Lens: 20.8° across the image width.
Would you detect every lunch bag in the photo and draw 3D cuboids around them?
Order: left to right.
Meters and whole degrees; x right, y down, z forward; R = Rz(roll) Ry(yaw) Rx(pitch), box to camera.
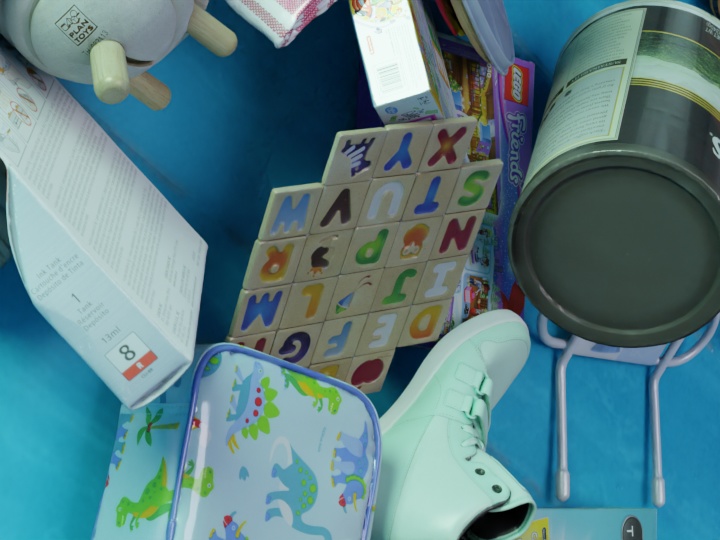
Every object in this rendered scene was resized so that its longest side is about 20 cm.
[{"bbox_3d":[-0.067,0.149,1.072,0.160,0.082,0.202,21,72,-41],"label":"lunch bag"}]

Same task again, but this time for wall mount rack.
[{"bbox_3d":[0.198,0.075,1.393,0.199,0.075,0.175,10,114,-44],"label":"wall mount rack"}]

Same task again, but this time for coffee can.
[{"bbox_3d":[0.183,-0.068,1.286,0.147,0.145,0.201,58,29,-25],"label":"coffee can"}]

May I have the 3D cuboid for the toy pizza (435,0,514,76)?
[{"bbox_3d":[0.050,-0.215,1.232,0.200,0.031,0.202,-19,90,-78],"label":"toy pizza"}]

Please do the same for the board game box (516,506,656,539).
[{"bbox_3d":[0.124,0.235,1.315,0.199,0.047,0.153,7,82,-45],"label":"board game box"}]

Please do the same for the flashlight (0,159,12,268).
[{"bbox_3d":[-0.241,-0.073,0.950,0.200,0.067,0.068,52,15,-35],"label":"flashlight"}]

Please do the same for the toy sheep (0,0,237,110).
[{"bbox_3d":[-0.134,-0.158,1.011,0.137,0.138,0.201,31,27,-40],"label":"toy sheep"}]

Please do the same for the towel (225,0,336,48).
[{"bbox_3d":[-0.022,-0.238,1.096,0.200,0.146,0.030,-43,162,-6],"label":"towel"}]

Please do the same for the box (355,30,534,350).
[{"bbox_3d":[0.053,-0.049,1.269,0.136,0.039,0.202,11,78,-45],"label":"box"}]

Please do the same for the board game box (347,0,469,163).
[{"bbox_3d":[0.016,-0.168,1.156,0.134,0.034,0.202,51,25,-70],"label":"board game box"}]

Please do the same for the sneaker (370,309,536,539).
[{"bbox_3d":[0.073,0.111,1.191,0.200,0.118,0.074,-45,144,-33],"label":"sneaker"}]

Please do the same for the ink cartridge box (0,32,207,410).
[{"bbox_3d":[-0.160,-0.040,0.988,0.200,0.050,0.162,46,14,-17],"label":"ink cartridge box"}]

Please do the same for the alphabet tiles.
[{"bbox_3d":[0.000,0.000,1.135,0.165,0.006,0.201,-9,132,-37],"label":"alphabet tiles"}]

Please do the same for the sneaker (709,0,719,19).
[{"bbox_3d":[0.348,-0.233,1.576,0.200,0.077,0.113,-39,119,-29],"label":"sneaker"}]
